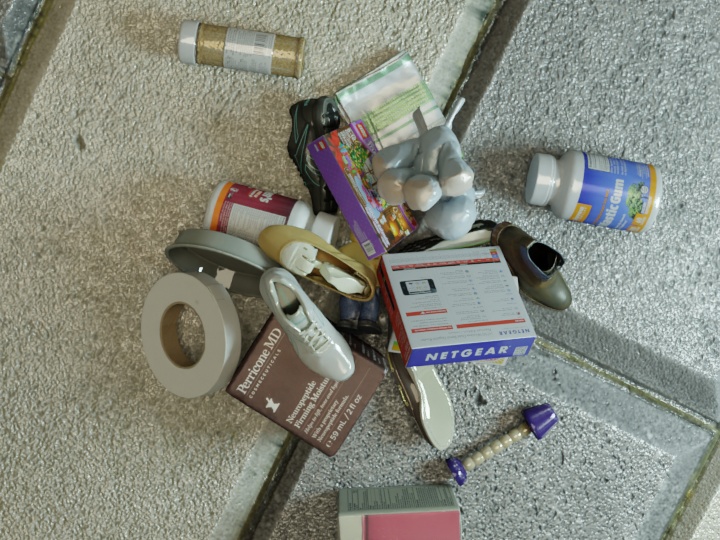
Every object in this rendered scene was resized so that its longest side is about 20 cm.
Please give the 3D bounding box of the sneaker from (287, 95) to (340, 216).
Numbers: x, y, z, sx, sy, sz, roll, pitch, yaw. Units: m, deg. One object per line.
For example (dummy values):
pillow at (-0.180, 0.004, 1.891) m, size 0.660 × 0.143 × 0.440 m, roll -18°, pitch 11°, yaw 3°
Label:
sneaker at (-0.073, -0.181, 1.555) m, size 0.079 × 0.075 × 0.202 m, roll 3°, pitch 101°, yaw 26°

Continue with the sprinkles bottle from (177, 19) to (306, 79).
sprinkles bottle at (-0.188, -0.352, 1.526) m, size 0.198 × 0.068 × 0.069 m, roll 8°, pitch 95°, yaw -2°

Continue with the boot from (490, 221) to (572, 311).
boot at (0.293, 0.008, 1.537) m, size 0.075 × 0.097 × 0.200 m, roll -48°, pitch 114°, yaw -4°

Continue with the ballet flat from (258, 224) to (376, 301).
ballet flat at (-0.060, -0.010, 1.437) m, size 0.199 × 0.063 × 0.069 m, roll 23°, pitch 111°, yaw -18°

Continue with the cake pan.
cake pan at (-0.207, -0.011, 1.502) m, size 0.199 × 0.200 × 0.037 m, roll 19°, pitch 72°, yaw -3°

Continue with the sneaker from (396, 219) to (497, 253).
sneaker at (0.140, -0.012, 1.568) m, size 0.198 × 0.077 × 0.089 m, roll -18°, pitch 104°, yaw 2°

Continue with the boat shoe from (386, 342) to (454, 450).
boat shoe at (0.098, 0.202, 1.589) m, size 0.072 × 0.059 × 0.202 m, roll -28°, pitch 101°, yaw -40°

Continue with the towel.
towel at (0.062, -0.237, 1.563) m, size 0.148 × 0.031 × 0.201 m, roll -31°, pitch 95°, yaw 2°

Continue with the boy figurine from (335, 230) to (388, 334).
boy figurine at (0.000, 0.000, 1.541) m, size 0.123 × 0.064 × 0.202 m, roll -5°, pitch 71°, yaw 27°

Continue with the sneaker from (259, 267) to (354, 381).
sneaker at (-0.081, 0.085, 1.400) m, size 0.070 × 0.080 × 0.201 m, roll -39°, pitch 95°, yaw -3°

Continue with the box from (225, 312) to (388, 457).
box at (-0.084, 0.162, 1.526) m, size 0.199 × 0.164 × 0.167 m, roll 32°, pitch 93°, yaw -4°

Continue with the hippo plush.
hippo plush at (0.110, -0.134, 1.513) m, size 0.158 × 0.201 × 0.161 m, roll -11°, pitch 139°, yaw 12°

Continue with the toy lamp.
toy lamp at (0.238, 0.287, 1.603) m, size 0.199 × 0.058 × 0.059 m, roll -30°, pitch 95°, yaw 2°

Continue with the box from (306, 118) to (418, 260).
box at (0.007, -0.130, 1.499) m, size 0.039 × 0.137 × 0.201 m, roll -26°, pitch 96°, yaw 31°

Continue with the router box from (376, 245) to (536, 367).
router box at (0.141, 0.051, 1.443) m, size 0.198 × 0.049 × 0.180 m, roll -4°, pitch 51°, yaw -15°

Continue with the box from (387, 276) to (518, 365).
box at (0.148, 0.069, 1.530) m, size 0.198 × 0.113 × 0.102 m, roll 7°, pitch 139°, yaw -6°

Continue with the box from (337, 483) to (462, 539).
box at (0.062, 0.426, 1.573) m, size 0.198 × 0.128 × 0.110 m, roll -3°, pitch 96°, yaw -1°

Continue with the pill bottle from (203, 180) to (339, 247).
pill bottle at (-0.140, -0.067, 1.519) m, size 0.198 × 0.110 × 0.111 m, roll 15°, pitch 95°, yaw 6°

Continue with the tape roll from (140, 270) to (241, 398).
tape roll at (-0.271, 0.100, 1.522) m, size 0.201 × 0.037 × 0.205 m, roll 4°, pitch 97°, yaw 37°

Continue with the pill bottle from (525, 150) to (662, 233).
pill bottle at (0.372, -0.130, 1.541) m, size 0.198 × 0.112 × 0.113 m, roll 9°, pitch 95°, yaw -3°
